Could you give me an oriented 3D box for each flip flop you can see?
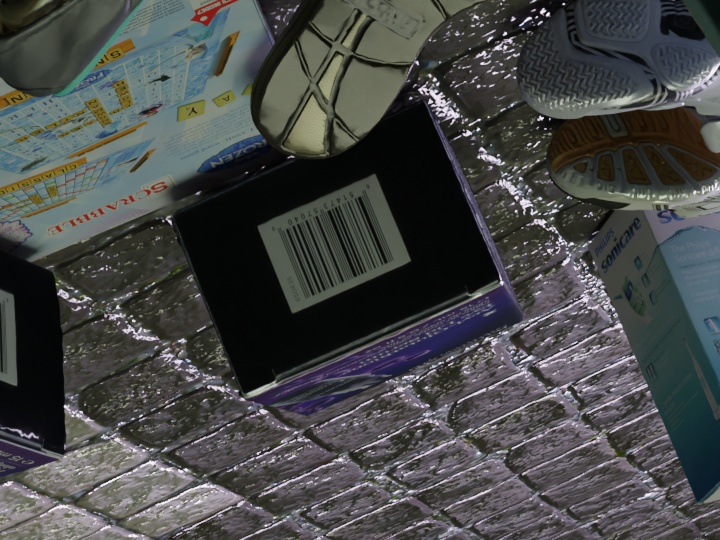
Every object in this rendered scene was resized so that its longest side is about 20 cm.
[{"bbox_3d":[0.020,-0.138,0.955,0.081,0.058,0.200,32,110,-23],"label":"flip flop"}]

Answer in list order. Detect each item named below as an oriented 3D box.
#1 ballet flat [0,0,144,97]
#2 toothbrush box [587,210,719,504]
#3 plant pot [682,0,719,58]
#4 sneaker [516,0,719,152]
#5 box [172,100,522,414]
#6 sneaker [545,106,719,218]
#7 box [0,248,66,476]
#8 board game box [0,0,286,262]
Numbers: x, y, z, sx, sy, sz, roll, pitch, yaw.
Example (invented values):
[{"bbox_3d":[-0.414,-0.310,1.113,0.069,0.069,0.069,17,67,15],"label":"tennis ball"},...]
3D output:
[{"bbox_3d":[-0.090,-0.151,0.821,0.200,0.073,0.073,-44,150,19],"label":"ballet flat"},{"bbox_3d":[0.261,0.036,1.363,0.145,0.201,0.085,-11,156,-24],"label":"toothbrush box"},{"bbox_3d":[0.281,-0.179,0.953,0.199,0.197,0.197,-18,159,-34],"label":"plant pot"},{"bbox_3d":[0.176,-0.109,1.137,0.198,0.076,0.115,-19,154,-13],"label":"sneaker"},{"bbox_3d":[0.000,0.000,1.115,0.147,0.105,0.200,-24,171,6],"label":"box"},{"bbox_3d":[0.195,-0.060,1.259,0.198,0.076,0.088,-8,153,-26],"label":"sneaker"},{"bbox_3d":[-0.269,0.053,1.014,0.199,0.105,0.148,-18,155,26],"label":"box"},{"bbox_3d":[-0.134,-0.080,0.980,0.198,0.041,0.200,-22,157,0],"label":"board game box"}]
